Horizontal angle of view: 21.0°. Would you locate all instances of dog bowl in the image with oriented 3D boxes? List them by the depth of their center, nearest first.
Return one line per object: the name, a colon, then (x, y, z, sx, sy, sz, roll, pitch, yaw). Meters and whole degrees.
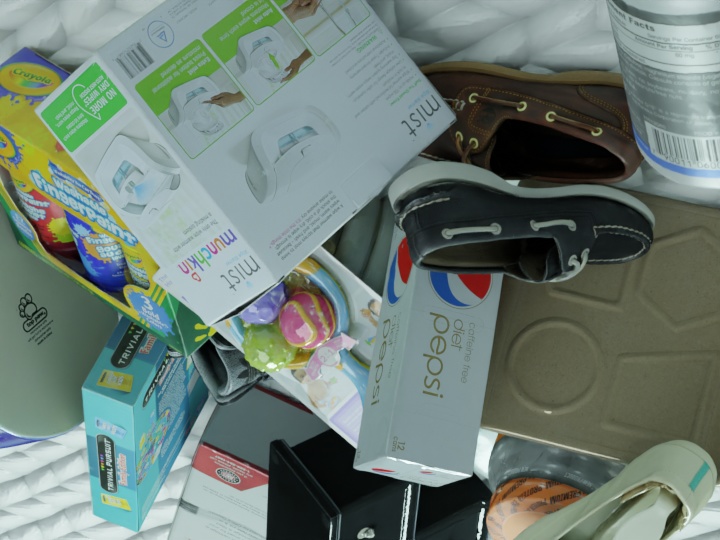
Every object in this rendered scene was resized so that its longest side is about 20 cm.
dog bowl: (-0.291, 0.043, 1.572, 0.079, 0.200, 0.200, -11, 131, 37)

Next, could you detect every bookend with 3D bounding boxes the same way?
bookend: (0.028, 0.197, 1.591, 0.092, 0.200, 0.199, 47, 147, 35)

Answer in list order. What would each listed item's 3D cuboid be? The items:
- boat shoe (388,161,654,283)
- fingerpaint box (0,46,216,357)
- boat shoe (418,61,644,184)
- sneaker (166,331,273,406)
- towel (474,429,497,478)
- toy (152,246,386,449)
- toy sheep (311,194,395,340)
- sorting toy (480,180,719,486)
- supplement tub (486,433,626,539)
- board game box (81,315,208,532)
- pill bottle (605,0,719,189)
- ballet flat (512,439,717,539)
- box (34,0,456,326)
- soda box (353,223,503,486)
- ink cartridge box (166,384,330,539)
boat shoe: (0.109, -0.021, 1.236, 0.199, 0.061, 0.074, 11, 145, -35)
fingerpaint box: (-0.191, -0.050, 1.446, 0.200, 0.073, 0.167, 31, 151, 30)
boat shoe: (0.097, -0.093, 1.277, 0.199, 0.070, 0.070, 2, 139, 31)
sneaker: (-0.054, 0.065, 1.509, 0.199, 0.114, 0.076, 10, 119, 31)
towel: (0.118, 0.110, 1.541, 0.200, 0.048, 0.171, 34, 143, -11)
toy: (-0.042, 0.044, 1.340, 0.200, 0.047, 0.115, 38, 123, -11)
toy sheep: (0.000, 0.000, 1.403, 0.199, 0.138, 0.138, 25, 145, -6)
sorting toy: (0.178, 0.038, 1.308, 0.199, 0.186, 0.036, 12, 166, 21)
supplement tub: (0.165, 0.111, 1.382, 0.122, 0.200, 0.123, 16, 143, 12)
board game box: (-0.176, 0.102, 1.619, 0.047, 0.151, 0.200, 19, 144, 10)
pill bottle: (0.197, -0.153, 1.101, 0.113, 0.114, 0.200, 7, 140, 24)
ballet flat: (0.150, 0.182, 1.259, 0.069, 0.070, 0.200, 35, 122, -14)
box: (-0.066, -0.099, 1.221, 0.177, 0.200, 0.097, 51, 142, -7)
soda box: (0.050, 0.038, 1.295, 0.063, 0.201, 0.068, 14, 164, -16)
ink cartridge box: (-0.081, 0.201, 1.746, 0.146, 0.083, 0.200, 25, 144, 1)
